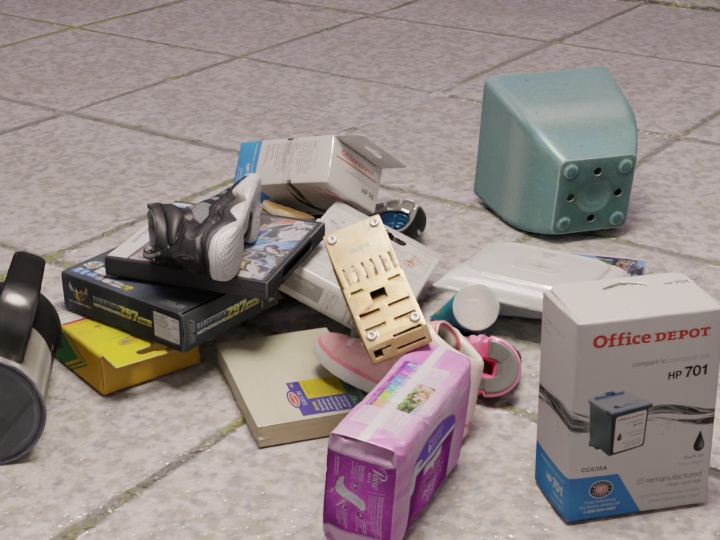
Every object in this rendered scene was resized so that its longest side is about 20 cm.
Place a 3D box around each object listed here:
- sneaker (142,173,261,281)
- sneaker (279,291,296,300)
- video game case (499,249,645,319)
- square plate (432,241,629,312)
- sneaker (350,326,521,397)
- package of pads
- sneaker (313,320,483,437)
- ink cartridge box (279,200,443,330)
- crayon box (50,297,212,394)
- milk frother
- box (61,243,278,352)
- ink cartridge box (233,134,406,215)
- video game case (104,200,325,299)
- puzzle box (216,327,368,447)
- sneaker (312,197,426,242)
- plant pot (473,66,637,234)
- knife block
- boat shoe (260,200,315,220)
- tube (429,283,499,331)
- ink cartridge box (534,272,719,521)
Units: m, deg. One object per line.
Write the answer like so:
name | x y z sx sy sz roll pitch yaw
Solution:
sneaker | -0.175 -0.058 1.433 0.113 0.076 0.200 7 28 5
sneaker | -0.125 0.004 1.620 0.199 0.071 0.090 -22 35 -37
video game case | 0.255 0.019 1.639 0.198 0.023 0.182 6 24 13
square plate | 0.213 0.005 1.573 0.198 0.029 0.198 13 20 22
sneaker | 0.087 0.092 1.433 0.198 0.080 0.095 12 9 18
package of pads | 0.036 0.162 1.189 0.075 0.122 0.200 13 26 20
sneaker | 0.045 0.085 1.348 0.199 0.105 0.075 28 15 33
ink cartridge box | 0.000 0.000 1.583 0.160 0.050 0.200 28 28 6
crayon box | -0.270 0.078 1.476 0.126 0.051 0.199 -16 27 -33
milk frother | -0.413 0.073 1.322 0.198 0.182 0.188 0 22 -8
box | -0.217 0.019 1.482 0.199 0.051 0.157 18 29 35
ink cartridge box | -0.053 -0.123 1.704 0.199 0.068 0.116 -1 -18 36
video game case | -0.163 -0.027 1.490 0.198 0.026 0.181 8 26 17
puzzle box | -0.072 0.122 1.403 0.132 0.026 0.200 -7 24 -16
sneaker | -0.002 -0.070 1.813 0.198 0.076 0.087 5 6 10
plant pot | 0.291 -0.152 1.843 0.195 0.197 0.200 -7 34 -14
knife block | 0.019 0.033 1.343 0.064 0.176 0.201 -22 59 -2
boat shoe | -0.105 -0.046 1.680 0.073 0.070 0.200 20 -3 -5
tube | 0.123 0.048 1.481 0.077 0.051 0.200 5 -6 0
ink cartridge box | 0.244 0.116 1.192 0.145 0.202 0.086 -6 24 -12
